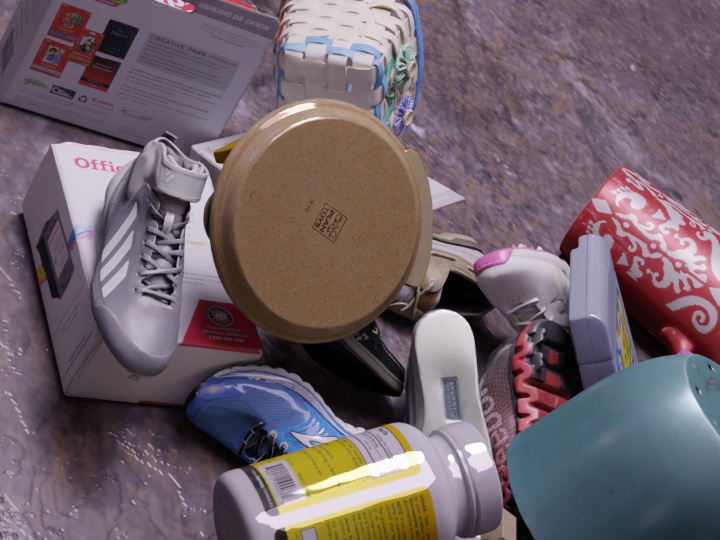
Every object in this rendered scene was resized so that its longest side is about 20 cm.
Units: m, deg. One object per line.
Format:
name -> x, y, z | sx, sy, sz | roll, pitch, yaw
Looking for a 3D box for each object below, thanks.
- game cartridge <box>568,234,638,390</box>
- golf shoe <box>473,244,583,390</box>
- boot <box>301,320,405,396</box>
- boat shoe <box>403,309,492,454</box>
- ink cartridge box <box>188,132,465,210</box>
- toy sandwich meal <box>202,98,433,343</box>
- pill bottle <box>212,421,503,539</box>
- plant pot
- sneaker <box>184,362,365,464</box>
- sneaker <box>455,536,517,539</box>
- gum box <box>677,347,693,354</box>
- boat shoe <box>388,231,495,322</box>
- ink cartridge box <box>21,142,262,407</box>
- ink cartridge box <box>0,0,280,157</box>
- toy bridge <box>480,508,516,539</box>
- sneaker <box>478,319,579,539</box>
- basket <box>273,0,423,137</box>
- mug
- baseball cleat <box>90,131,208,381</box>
game cartridge -> 0.221, 0.086, 1.735 | 0.040, 0.201, 0.134 | -7, 38, 17
golf shoe -> 0.170, 0.044, 1.777 | 0.200, 0.075, 0.092 | 33, 42, -48
boot -> 0.001, 0.000, 1.620 | 0.204, 0.073, 0.155 | 45, 64, -42
boat shoe -> 0.071, 0.137, 1.622 | 0.069, 0.072, 0.203 | 0, 73, -4
ink cartridge box -> -0.033, -0.071, 1.762 | 0.176, 0.045, 0.199 | 36, 33, 28
toy sandwich meal -> -0.035, -0.041, 1.507 | 0.203, 0.208, 0.070 | 11, 1, -30
pill bottle -> -0.001, 0.179, 1.441 | 0.198, 0.113, 0.113 | -14, 55, -18
plant pot -> 0.241, 0.163, 1.542 | 0.200, 0.161, 0.201 | 38, 26, -22
sneaker -> -0.047, 0.145, 1.523 | 0.199, 0.079, 0.090 | 28, 34, -11
sneaker -> 0.099, 0.271, 1.508 | 0.200, 0.074, 0.116 | 41, 33, 4
gum box -> 0.354, 0.167, 1.816 | 0.199, 0.066, 0.114 | 31, 28, -11
boat shoe -> 0.049, 0.005, 1.757 | 0.199, 0.075, 0.069 | -1, 44, -41
ink cartridge box -> -0.178, 0.005, 1.563 | 0.146, 0.086, 0.201 | 8, 44, -32
ink cartridge box -> -0.193, -0.206, 1.706 | 0.198, 0.176, 0.084 | 17, 40, -25
toy bridge -> 0.165, 0.260, 1.510 | 0.199, 0.027, 0.068 | 37, 33, -24
sneaker -> 0.134, 0.145, 1.680 | 0.070, 0.097, 0.202 | 25, 59, -34
basket -> -0.011, -0.191, 1.767 | 0.137, 0.178, 0.201 | 5, 42, 3
mug -> 0.296, 0.006, 1.914 | 0.200, 0.134, 0.177 | 40, 35, 11
baseball cleat -> -0.156, -0.021, 1.451 | 0.069, 0.107, 0.201 | 17, 44, -30
